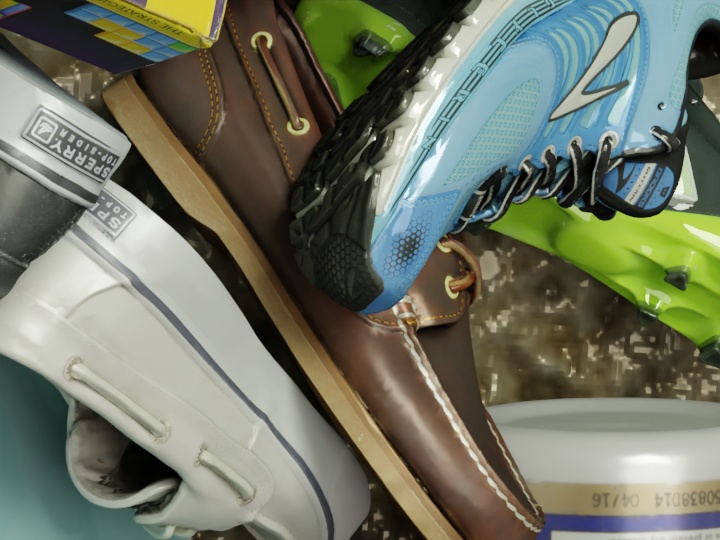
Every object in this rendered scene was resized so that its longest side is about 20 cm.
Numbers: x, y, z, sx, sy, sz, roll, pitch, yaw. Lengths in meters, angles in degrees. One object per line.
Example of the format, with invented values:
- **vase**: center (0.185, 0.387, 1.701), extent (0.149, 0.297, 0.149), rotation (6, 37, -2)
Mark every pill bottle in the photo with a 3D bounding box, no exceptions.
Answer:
- **pill bottle**: center (0.082, 0.146, 0.944), extent (0.115, 0.116, 0.201), rotation (-2, 94, -20)

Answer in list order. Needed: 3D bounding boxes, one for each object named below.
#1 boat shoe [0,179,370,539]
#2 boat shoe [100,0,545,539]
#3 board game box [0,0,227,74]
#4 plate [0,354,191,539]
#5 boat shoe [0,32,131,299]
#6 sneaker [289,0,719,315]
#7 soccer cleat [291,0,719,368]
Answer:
- **boat shoe**: center (-0.056, 0.046, 0.861), extent (0.066, 0.072, 0.200), rotation (-52, 152, -13)
- **boat shoe**: center (0.000, 0.000, 0.888), extent (0.070, 0.070, 0.200), rotation (-36, 77, 1)
- **board game box**: center (-0.097, -0.172, 0.737), extent (0.165, 0.057, 0.201), rotation (22, 71, -33)
- **plate**: center (-0.122, 0.049, 0.846), extent (0.026, 0.200, 0.200), rotation (-31, 107, 24)
- **boat shoe**: center (-0.129, -0.044, 0.815), extent (0.073, 0.199, 0.068), rotation (32, 93, -39)
- **sneaker**: center (0.059, -0.048, 0.867), extent (0.090, 0.078, 0.200), rotation (48, 54, -3)
- **soccer cleat**: center (0.068, -0.045, 0.960), extent (0.199, 0.068, 0.081), rotation (32, 52, -11)
